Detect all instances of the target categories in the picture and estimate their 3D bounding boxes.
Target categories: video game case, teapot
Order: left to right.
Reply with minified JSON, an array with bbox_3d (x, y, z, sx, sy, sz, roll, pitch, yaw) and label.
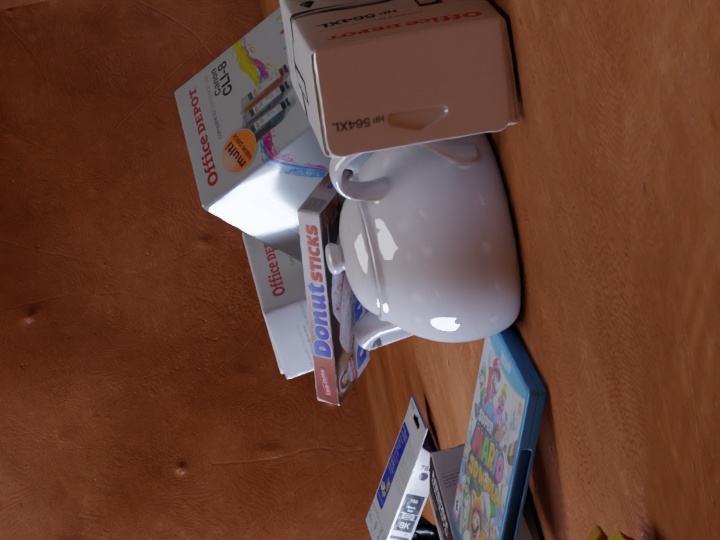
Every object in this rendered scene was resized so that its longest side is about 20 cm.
[{"bbox_3d":[0.042,-0.028,1.573,0.197,0.145,0.201,-133,32,-81],"label":"teapot"},{"bbox_3d":[0.114,0.156,1.611,0.143,0.018,0.201,-110,27,-64],"label":"video game case"}]

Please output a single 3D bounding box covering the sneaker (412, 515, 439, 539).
[{"bbox_3d":[0.076,0.365,2.596,0.200,0.076,0.112,-115,7,-52],"label":"sneaker"}]

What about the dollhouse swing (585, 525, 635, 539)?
[{"bbox_3d":[0.199,0.296,1.188,0.182,0.175,0.200,-60,12,7],"label":"dollhouse swing"}]

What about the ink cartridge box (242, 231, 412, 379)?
[{"bbox_3d":[0.000,0.000,1.776,0.145,0.199,0.084,-110,1,-56],"label":"ink cartridge box"}]

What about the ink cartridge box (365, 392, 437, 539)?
[{"bbox_3d":[0.061,0.270,2.496,0.100,0.039,0.201,-110,36,-63],"label":"ink cartridge box"}]

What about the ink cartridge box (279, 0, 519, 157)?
[{"bbox_3d":[0.025,-0.162,1.437,0.200,0.145,0.085,-116,16,-68],"label":"ink cartridge box"}]

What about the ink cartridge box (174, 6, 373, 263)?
[{"bbox_3d":[-0.038,-0.132,1.687,0.144,0.200,0.146,28,-145,-44],"label":"ink cartridge box"}]

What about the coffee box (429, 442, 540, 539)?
[{"bbox_3d":[0.123,0.267,1.751,0.113,0.079,0.201,86,170,-62],"label":"coffee box"}]

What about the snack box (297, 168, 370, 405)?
[{"bbox_3d":[-0.022,0.015,1.647,0.072,0.024,0.201,-56,-31,-48],"label":"snack box"}]
